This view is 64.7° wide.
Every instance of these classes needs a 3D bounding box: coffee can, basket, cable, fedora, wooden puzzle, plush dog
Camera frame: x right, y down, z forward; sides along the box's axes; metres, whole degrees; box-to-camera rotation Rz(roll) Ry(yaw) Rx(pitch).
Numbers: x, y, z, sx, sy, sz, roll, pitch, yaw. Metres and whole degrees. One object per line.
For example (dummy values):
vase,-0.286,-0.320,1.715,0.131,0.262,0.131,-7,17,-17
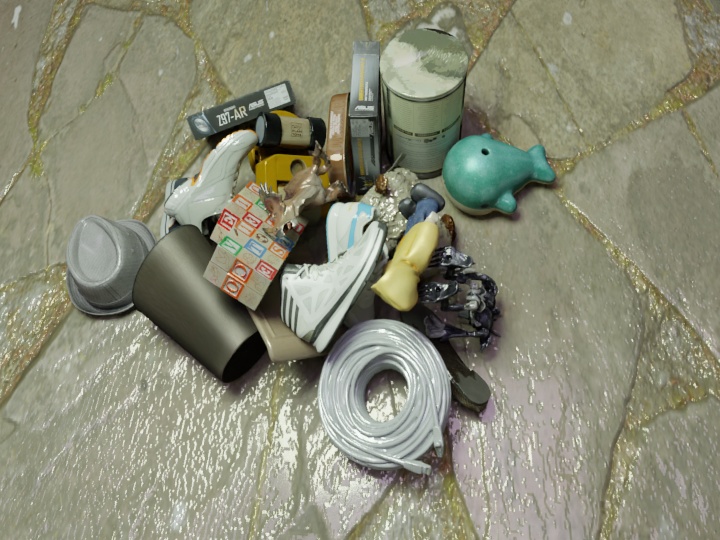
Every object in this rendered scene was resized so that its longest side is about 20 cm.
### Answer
coffee can,0.108,-0.280,0.979,0.141,0.202,0.151,-2,62,5
basket,-0.239,0.062,0.887,0.199,0.183,0.135,40,33,16
cable,0.035,0.176,0.812,0.193,0.069,0.207,0,73,22
fedora,-0.447,-0.025,0.986,0.172,0.091,0.204,-20,62,-4
wooden puzzle,-0.109,0.047,0.883,0.037,0.182,0.203,-47,61,33
plush dog,0.076,-0.068,0.923,0.172,0.161,0.200,44,74,0

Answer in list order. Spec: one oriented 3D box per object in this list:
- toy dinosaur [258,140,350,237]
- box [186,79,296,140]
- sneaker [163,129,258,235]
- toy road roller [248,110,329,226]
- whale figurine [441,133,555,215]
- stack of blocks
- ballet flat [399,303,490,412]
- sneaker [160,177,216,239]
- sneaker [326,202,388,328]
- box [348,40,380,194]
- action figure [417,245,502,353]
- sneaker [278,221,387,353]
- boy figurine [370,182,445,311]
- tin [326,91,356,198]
toy dinosaur,-0.093,-0.118,0.878,0.134,0.200,0.087,-34,95,5
box,-0.220,-0.304,1.071,0.194,0.045,0.161,-21,19,-2
sneaker,-0.229,-0.142,0.947,0.092,0.076,0.200,44,95,-4
toy road roller,-0.136,-0.177,1.010,0.119,0.145,0.208,-3,90,-30
whale figurine,0.236,-0.176,0.964,0.193,0.105,0.164,-10,64,-4
stack of blocks,-0.159,-0.044,0.840,0.113,0.059,0.202,32,30,-7
ballet flat,0.122,0.131,0.862,0.066,0.047,0.201,-23,58,-27
sneaker,-0.302,-0.085,1.004,0.077,0.079,0.206,-13,61,7
sneaker,0.000,0.000,0.868,0.079,0.207,0.076,4,20,32
box,0.012,-0.258,0.981,0.046,0.202,0.163,0,63,3
action figure,0.146,0.042,0.834,0.099,0.200,0.122,4,67,33
sneaker,-0.048,0.002,0.794,0.113,0.076,0.204,31,97,-1
boy figurine,0.062,-0.024,0.776,0.064,0.124,0.203,33,49,-11
tin,-0.031,-0.225,1.020,0.040,0.113,0.206,-1,62,6
